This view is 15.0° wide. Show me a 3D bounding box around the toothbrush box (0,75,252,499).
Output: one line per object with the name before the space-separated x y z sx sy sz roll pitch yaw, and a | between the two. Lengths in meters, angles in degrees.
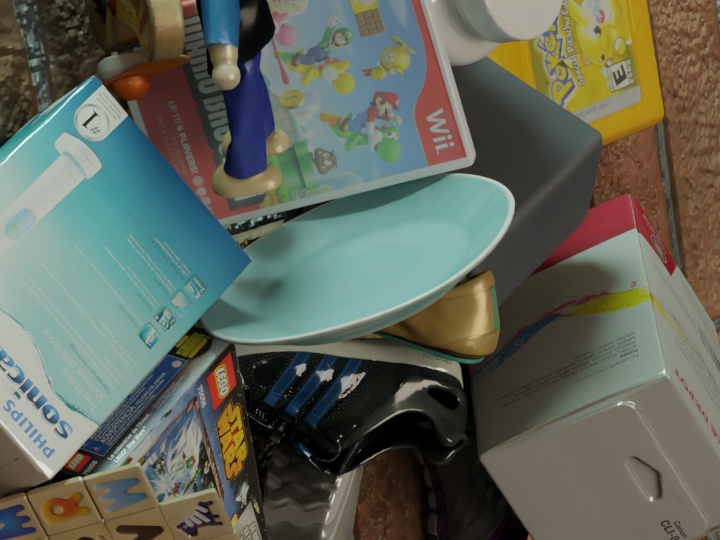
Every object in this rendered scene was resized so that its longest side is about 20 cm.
toothbrush box | -0.182 0.012 1.556 0.147 0.085 0.200 48 54 -11

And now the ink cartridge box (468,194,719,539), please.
ink cartridge box | 0.164 0.083 1.855 0.146 0.144 0.201 55 18 -33

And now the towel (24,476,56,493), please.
towel | -0.164 0.163 1.647 0.200 0.034 0.193 51 56 -34

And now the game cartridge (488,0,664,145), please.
game cartridge | 0.139 -0.167 1.965 0.199 0.032 0.178 -24 108 -45

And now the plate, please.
plate | 0.000 0.000 1.608 0.200 0.199 0.026 -40 119 -39

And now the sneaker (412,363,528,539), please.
sneaker | 0.088 0.137 1.876 0.074 0.087 0.202 -19 105 -45

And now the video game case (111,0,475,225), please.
video game case | -0.043 -0.109 1.666 0.017 0.199 0.144 -71 145 -68

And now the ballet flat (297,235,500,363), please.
ballet flat | -0.005 0.007 1.700 0.069 0.199 0.064 -35 134 -67

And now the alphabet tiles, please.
alphabet tiles | -0.160 0.184 1.547 0.006 0.199 0.167 -96 168 -51

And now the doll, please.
doll | -0.074 -0.142 1.578 0.137 0.048 0.201 -81 167 -54

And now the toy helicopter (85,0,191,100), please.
toy helicopter | -0.134 -0.151 1.568 0.078 0.200 0.133 -6 108 -16

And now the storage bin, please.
storage bin | 0.059 -0.044 1.782 0.200 0.134 0.146 -42 153 -38

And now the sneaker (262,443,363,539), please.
sneaker | -0.040 0.195 1.752 0.201 0.074 0.082 -66 154 -9

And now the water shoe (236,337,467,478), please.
water shoe | -0.029 0.087 1.695 0.198 0.072 0.079 -3 59 -10

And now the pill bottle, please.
pill bottle | 0.026 -0.183 1.720 0.113 0.199 0.114 -1 91 -47

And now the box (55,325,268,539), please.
box | -0.113 0.150 1.614 0.137 0.040 0.201 -48 144 -39
